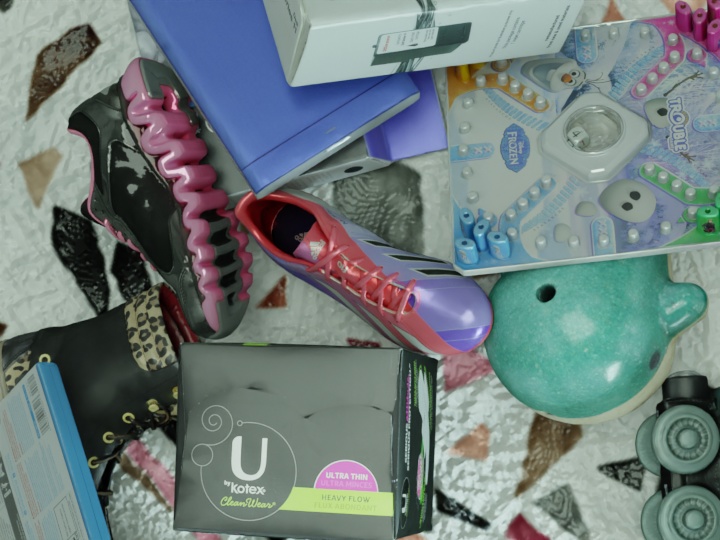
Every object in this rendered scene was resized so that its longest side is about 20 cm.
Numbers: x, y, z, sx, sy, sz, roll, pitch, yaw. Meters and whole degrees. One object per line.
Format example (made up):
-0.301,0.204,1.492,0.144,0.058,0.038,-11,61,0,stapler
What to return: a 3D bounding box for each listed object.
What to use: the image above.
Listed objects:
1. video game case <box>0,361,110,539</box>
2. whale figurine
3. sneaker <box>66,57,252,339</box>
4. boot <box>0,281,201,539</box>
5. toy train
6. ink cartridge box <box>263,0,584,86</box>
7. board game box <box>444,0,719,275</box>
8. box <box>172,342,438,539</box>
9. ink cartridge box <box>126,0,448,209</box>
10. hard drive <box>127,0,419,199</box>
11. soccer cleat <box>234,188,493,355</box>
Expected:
-0.244,0.175,1.664,0.200,0.018,0.143,-44,55,36,video game case
0.156,0.000,1.646,0.159,0.104,0.200,17,77,33,whale figurine
-0.142,-0.040,1.683,0.095,0.079,0.200,-24,79,20,sneaker
-0.167,0.117,1.699,0.150,0.073,0.200,-25,75,15,boot
0.248,0.165,1.642,0.114,0.085,0.200,-3,82,-5,toy train
0.032,-0.213,1.644,0.200,0.083,0.147,-8,64,-17,ink cartridge box
0.156,-0.094,1.650,0.200,0.026,0.200,-7,53,8,board game box
-0.032,0.113,1.622,0.148,0.200,0.125,1,85,8,box
-0.055,-0.156,1.728,0.200,0.043,0.199,-15,83,6,ink cartridge box
-0.068,-0.166,1.684,0.132,0.025,0.200,-32,78,-6,hard drive
0.000,0.000,1.658,0.200,0.076,0.067,31,98,34,soccer cleat
